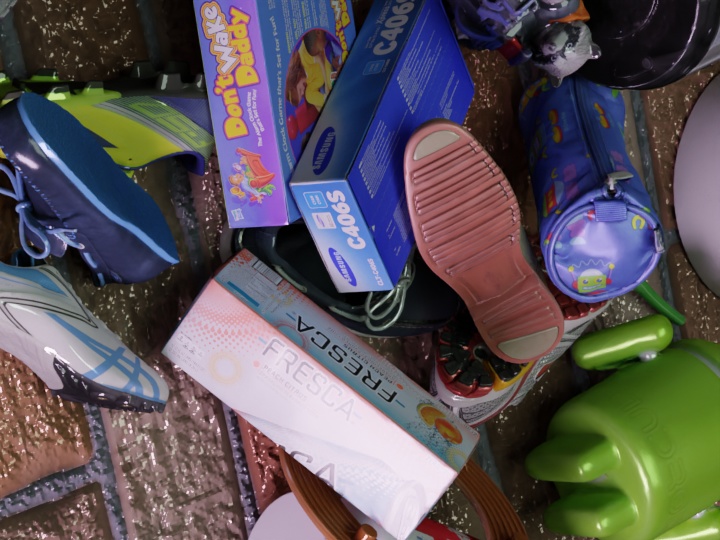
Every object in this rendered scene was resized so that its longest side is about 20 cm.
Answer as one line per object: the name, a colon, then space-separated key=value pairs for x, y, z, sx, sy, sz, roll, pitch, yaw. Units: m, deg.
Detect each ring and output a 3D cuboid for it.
ring: x=0.034 y=0.148 z=1.709 sx=0.199 sy=0.201 sz=0.019 roll=15 pitch=123 yaw=-36

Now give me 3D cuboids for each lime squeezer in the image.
lime squeezer: x=0.184 y=-0.031 z=1.894 sx=0.201 sy=0.037 sz=0.071 roll=67 pitch=27 yaw=-19

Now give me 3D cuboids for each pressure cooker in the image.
pressure cooker: x=0.225 y=-0.227 z=1.806 sx=0.199 sy=0.176 sz=0.180 roll=-27 pitch=88 yaw=-42

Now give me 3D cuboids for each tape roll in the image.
tape roll: x=0.351 y=-0.063 z=1.943 sx=0.201 sy=0.139 sz=0.205 roll=-4 pitch=98 yaw=-36

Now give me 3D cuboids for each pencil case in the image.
pencil case: x=0.154 y=-0.063 z=1.763 sx=0.077 sy=0.201 sz=0.087 roll=6 pitch=122 yaw=-8

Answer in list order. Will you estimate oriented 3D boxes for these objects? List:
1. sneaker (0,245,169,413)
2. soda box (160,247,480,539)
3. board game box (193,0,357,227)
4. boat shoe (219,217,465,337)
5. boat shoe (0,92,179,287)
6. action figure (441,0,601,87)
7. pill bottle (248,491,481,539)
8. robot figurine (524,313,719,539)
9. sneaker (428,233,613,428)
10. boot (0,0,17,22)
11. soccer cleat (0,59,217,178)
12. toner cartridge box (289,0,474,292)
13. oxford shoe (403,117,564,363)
sneaker: x=-0.188 y=0.032 z=1.596 sx=0.200 sy=0.072 sz=0.073 roll=35 pitch=67 yaw=-37
soda box: x=-0.025 y=0.078 z=1.652 sx=0.200 sy=0.069 sz=0.064 roll=38 pitch=26 yaw=2
board game box: x=-0.050 y=-0.141 z=1.661 sx=0.134 sy=0.044 sz=0.202 roll=-29 pitch=113 yaw=-61
boat shoe: x=0.000 y=0.000 z=1.735 sx=0.199 sy=0.062 sz=0.075 roll=24 pitch=78 yaw=-36
boat shoe: x=-0.173 y=-0.033 z=1.557 sx=0.068 sy=0.085 sz=0.200 roll=-26 pitch=144 yaw=9
action figure: x=0.100 y=-0.213 z=1.705 sx=0.104 sy=0.200 sz=0.194 roll=-31 pitch=101 yaw=-8
pill bottle: x=0.022 y=0.217 z=1.740 sx=0.199 sy=0.112 sz=0.113 roll=25 pitch=79 yaw=-36
robot figurine: x=0.214 y=0.123 z=1.872 sx=0.199 sy=0.115 sz=0.177 roll=-27 pitch=101 yaw=-32
sneaker: x=0.107 y=0.042 z=1.821 sx=0.200 sy=0.078 sz=0.082 roll=-36 pitch=158 yaw=-41
boot: x=-0.264 y=-0.178 z=1.519 sx=0.131 sy=0.070 sz=0.201 roll=29 pitch=56 yaw=-14
soccer cleat: x=-0.172 y=-0.081 z=1.601 sx=0.199 sy=0.065 sz=0.084 roll=-7 pitch=110 yaw=-34
toner cartridge box: x=0.017 y=-0.088 z=1.692 sx=0.095 sy=0.043 sz=0.201 roll=65 pitch=34 yaw=-36
oxford shoe: x=0.072 y=-0.028 z=1.703 sx=0.070 sy=0.074 sz=0.201 roll=-22 pitch=127 yaw=3
